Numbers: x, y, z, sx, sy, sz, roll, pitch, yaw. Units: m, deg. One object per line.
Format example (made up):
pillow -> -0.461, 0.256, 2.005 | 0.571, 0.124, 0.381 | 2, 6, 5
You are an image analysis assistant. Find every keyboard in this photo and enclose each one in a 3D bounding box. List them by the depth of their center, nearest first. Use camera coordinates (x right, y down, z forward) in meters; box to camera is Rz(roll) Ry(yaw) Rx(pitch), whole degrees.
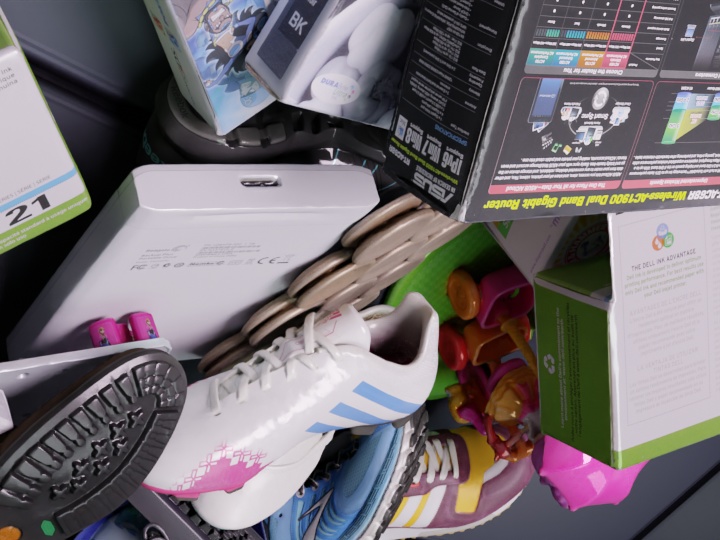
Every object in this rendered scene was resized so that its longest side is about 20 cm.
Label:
keyboard -> -0.081, 0.173, 0.845 | 0.021, 0.127, 0.200 | -38, 107, 15

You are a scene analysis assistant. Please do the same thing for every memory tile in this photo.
memory tile -> 0.000, 0.000, 0.819 | 0.153, 0.017, 0.200 | -24, 170, -47

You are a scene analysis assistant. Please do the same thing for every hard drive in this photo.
hard drive -> -0.094, 0.002, 0.749 | 0.131, 0.027, 0.200 | -3, 156, -33

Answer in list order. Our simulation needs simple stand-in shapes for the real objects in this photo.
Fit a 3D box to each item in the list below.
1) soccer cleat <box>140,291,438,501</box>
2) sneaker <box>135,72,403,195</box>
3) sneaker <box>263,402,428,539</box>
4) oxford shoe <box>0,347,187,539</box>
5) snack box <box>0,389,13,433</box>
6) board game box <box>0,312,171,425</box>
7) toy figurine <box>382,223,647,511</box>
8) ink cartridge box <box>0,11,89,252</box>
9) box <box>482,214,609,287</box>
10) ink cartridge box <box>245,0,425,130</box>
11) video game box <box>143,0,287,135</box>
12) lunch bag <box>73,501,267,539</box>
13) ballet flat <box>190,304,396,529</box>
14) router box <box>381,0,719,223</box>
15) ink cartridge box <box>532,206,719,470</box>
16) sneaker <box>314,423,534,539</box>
soccer cleat -> -0.040, 0.060, 0.785 | 0.199, 0.070, 0.087 | -16, 135, -34
sneaker -> -0.028, -0.067, 0.763 | 0.199, 0.076, 0.079 | 2, 145, -32
sneaker -> -0.025, 0.158, 0.961 | 0.201, 0.090, 0.078 | -59, 172, 11
oxford shoe -> -0.174, 0.102, 0.726 | 0.200, 0.084, 0.073 | -41, 131, 1
snack box -> -0.269, 0.098, 0.673 | 0.199, 0.024, 0.072 | -24, 160, 5
board game box -> -0.224, 0.088, 0.764 | 0.199, 0.026, 0.200 | -8, 155, -33
toy figurine -> 0.116, 0.088, 0.957 | 0.149, 0.185, 0.201 | -17, 143, -24
ink cartridge box -> -0.212, -0.077, 0.562 | 0.147, 0.076, 0.201 | -28, 147, -10
box -> 0.152, -0.099, 0.832 | 0.112, 0.102, 0.201 | -8, 138, -33
ink cartridge box -> 0.066, -0.152, 0.666 | 0.197, 0.043, 0.201 | 7, 122, -51
video game box -> -0.014, -0.180, 0.625 | 0.199, 0.047, 0.183 | -36, 145, -13
lunch bag -> -0.144, 0.226, 0.946 | 0.171, 0.127, 0.200 | -58, 180, 33
ballet flat -> -0.034, 0.079, 0.879 | 0.200, 0.069, 0.070 | -40, 158, -44
router box -> 0.116, -0.105, 0.645 | 0.199, 0.062, 0.151 | -4, 119, -39
ink cartridge box -> 0.177, -0.007, 0.821 | 0.147, 0.076, 0.202 | -14, 108, -27
sneaker -> 0.032, 0.149, 1.033 | 0.198, 0.075, 0.090 | -17, 146, 0
